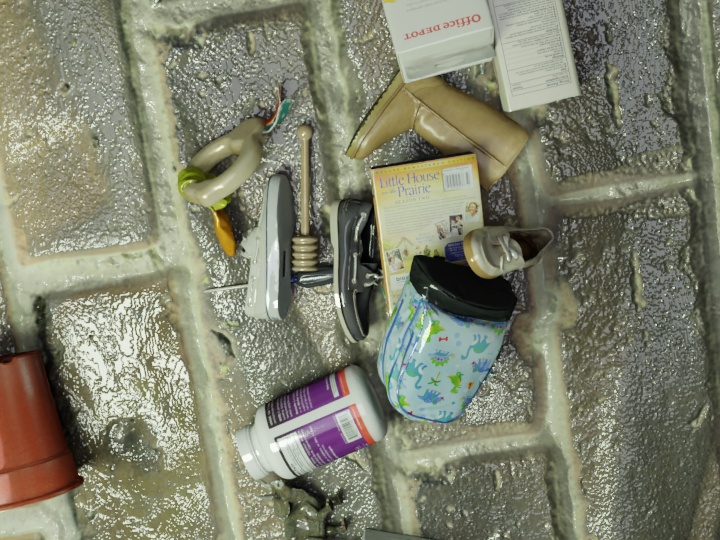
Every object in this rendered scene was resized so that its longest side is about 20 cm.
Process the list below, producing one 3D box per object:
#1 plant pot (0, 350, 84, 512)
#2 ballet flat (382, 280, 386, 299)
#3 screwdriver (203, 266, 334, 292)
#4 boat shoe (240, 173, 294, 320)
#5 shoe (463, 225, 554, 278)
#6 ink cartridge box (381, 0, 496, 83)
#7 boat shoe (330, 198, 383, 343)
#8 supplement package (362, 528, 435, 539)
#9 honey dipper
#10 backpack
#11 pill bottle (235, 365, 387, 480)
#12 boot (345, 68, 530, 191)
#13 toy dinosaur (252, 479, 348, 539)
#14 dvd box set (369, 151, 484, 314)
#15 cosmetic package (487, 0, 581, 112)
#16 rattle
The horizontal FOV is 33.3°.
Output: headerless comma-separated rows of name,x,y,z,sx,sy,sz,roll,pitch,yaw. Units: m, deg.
plant pot,-0.501,0.220,1.668,0.199,0.201,0.197,-11,91,4
ballet flat,0.106,0.083,1.674,0.063,0.069,0.201,-33,98,30
screwdriver,-0.126,0.014,1.697,0.198,0.028,0.029,-4,129,4
boat shoe,-0.134,-0.033,1.664,0.069,0.071,0.202,2,93,16
shoe,0.197,-0.033,1.594,0.053,0.199,0.070,-29,79,31
ink cartridge box,0.093,-0.343,1.549,0.127,0.125,0.202,-14,80,4
boat shoe,0.000,0.000,1.662,0.062,0.073,0.202,-4,95,17
supplement package,0.043,0.493,1.729,0.113,0.110,0.202,8,100,1
honey dipper,-0.078,-0.101,1.663,0.038,0.038,0.202,-1,93,2
backpack,0.102,0.102,1.582,0.162,0.154,0.200,16,127,-27
pill bottle,-0.069,0.219,1.685,0.199,0.112,0.113,-24,98,6
boot,0.103,-0.174,1.637,0.199,0.066,0.176,36,99,-5
toy dinosaur,-0.073,0.375,1.742,0.101,0.077,0.202,-13,104,16
dvd box set,0.094,-0.050,1.615,0.145,0.029,0.202,-10,103,-7
cosmetic package,0.219,-0.320,1.597,0.102,0.087,0.202,-12,98,2
rattle,-0.141,-0.137,1.651,0.200,0.130,0.143,-46,108,-18
